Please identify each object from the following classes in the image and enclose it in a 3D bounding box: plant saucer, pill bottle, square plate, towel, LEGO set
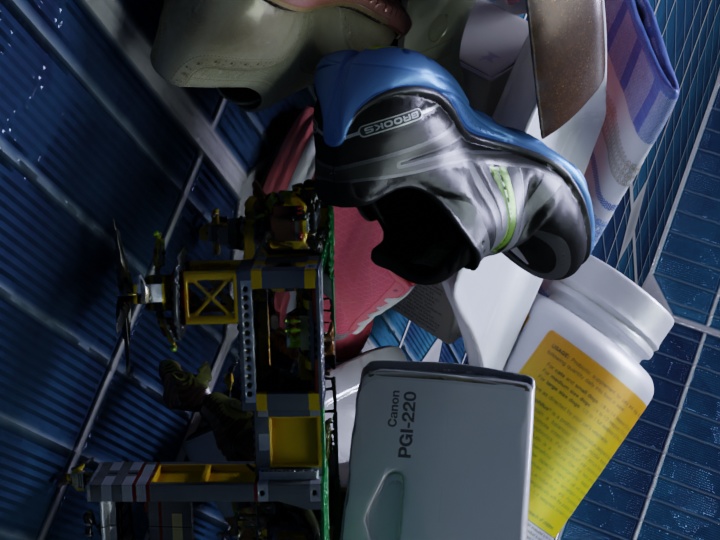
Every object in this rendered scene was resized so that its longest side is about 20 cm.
[{"bbox_3d":[0.085,-0.161,0.703,0.200,0.034,0.203,-6,90,-84],"label":"plant saucer"},{"bbox_3d":[0.109,0.091,0.991,0.201,0.109,0.109,-54,163,-2],"label":"pill bottle"},{"bbox_3d":[0.091,-0.047,0.880,0.200,0.028,0.200,64,49,-68],"label":"square plate"},{"bbox_3d":[0.144,-0.088,1.043,0.148,0.024,0.201,-99,-155,-43],"label":"towel"},{"bbox_3d":[-0.069,0.059,0.685,0.154,0.114,0.203,-84,174,-69],"label":"LEGO set"}]

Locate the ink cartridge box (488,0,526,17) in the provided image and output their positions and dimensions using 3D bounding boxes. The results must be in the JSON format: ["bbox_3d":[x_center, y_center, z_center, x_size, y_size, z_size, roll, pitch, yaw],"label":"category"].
[{"bbox_3d":[0.137,-0.230,0.959,0.160,0.050,0.202,-2,-116,58],"label":"ink cartridge box"}]

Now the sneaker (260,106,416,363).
[{"bbox_3d":[0.000,0.000,0.844,0.201,0.086,0.074,83,31,-58],"label":"sneaker"}]

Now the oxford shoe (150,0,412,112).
[{"bbox_3d":[-0.035,-0.107,0.669,0.074,0.071,0.200,-53,165,14],"label":"oxford shoe"}]

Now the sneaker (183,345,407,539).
[{"bbox_3d":[-0.022,0.100,0.860,0.200,0.072,0.085,-24,88,-60],"label":"sneaker"}]

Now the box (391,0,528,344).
[{"bbox_3d":[0.055,-0.061,0.958,0.068,0.082,0.202,-34,145,-38],"label":"box"}]

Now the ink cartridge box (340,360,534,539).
[{"bbox_3d":[0.037,0.144,0.761,0.200,0.084,0.147,76,18,-68],"label":"ink cartridge box"}]

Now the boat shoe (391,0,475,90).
[{"bbox_3d":[0.025,-0.138,0.830,0.073,0.063,0.204,-22,130,-45],"label":"boat shoe"}]

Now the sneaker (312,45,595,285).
[{"bbox_3d":[0.038,-0.030,0.693,0.199,0.070,0.084,26,74,-53],"label":"sneaker"}]

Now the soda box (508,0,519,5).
[{"bbox_3d":[0.155,-0.259,1.116,0.064,0.069,0.201,94,21,-45],"label":"soda box"}]
